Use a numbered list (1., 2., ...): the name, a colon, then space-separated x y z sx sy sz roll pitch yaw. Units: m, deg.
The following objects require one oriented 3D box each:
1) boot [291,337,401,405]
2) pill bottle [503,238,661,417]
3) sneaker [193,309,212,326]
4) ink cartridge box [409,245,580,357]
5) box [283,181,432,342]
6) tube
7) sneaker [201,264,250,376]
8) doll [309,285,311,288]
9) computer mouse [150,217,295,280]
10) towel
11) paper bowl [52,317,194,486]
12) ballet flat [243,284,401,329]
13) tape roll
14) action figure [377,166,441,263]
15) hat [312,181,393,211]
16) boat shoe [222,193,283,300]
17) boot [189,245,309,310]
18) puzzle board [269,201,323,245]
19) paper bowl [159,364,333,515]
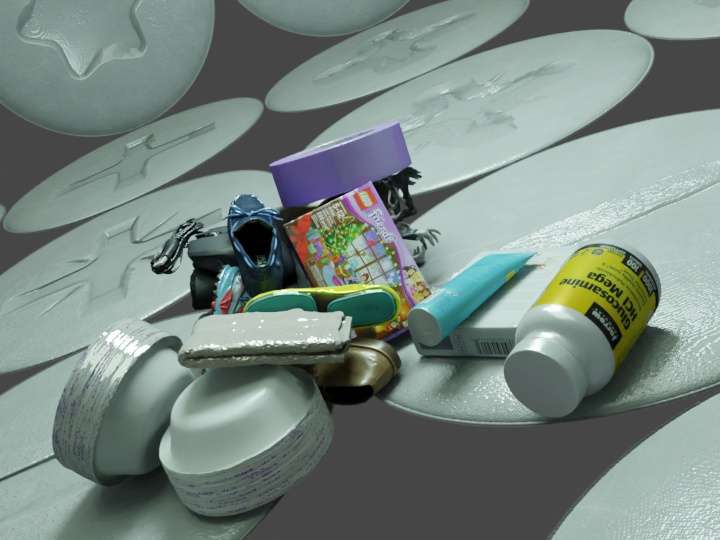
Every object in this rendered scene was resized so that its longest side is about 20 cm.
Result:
1. boot: -0.050 0.125 1.284 0.198 0.074 0.076 -1 37 36
2. pill bottle: 0.236 0.062 1.091 0.112 0.113 0.200 -1 32 41
3. sneaker: -0.170 0.068 1.535 0.090 0.078 0.201 6 37 21
4. ink cartridge box: 0.177 0.037 1.293 0.159 0.048 0.200 -4 27 39
5. box: 0.000 0.000 1.357 0.136 0.202 0.039 -27 -13 -9
6. tube: 0.134 0.021 1.250 0.077 0.051 0.199 6 31 42
7. sneaker: -0.157 0.094 1.350 0.094 0.203 0.079 7 -12 0
8. doll: -0.036 0.024 1.469 0.199 0.048 0.138 -8 61 59
9. computer mouse: -0.187 -0.032 1.438 0.197 0.053 0.139 11 34 11
10. towel: -0.108 0.078 1.191 0.197 0.035 0.133 -3 12 2
11. paper bowl: -0.278 0.168 1.255 0.103 0.202 0.201 21 38 13
12. ballet flat: -0.046 0.050 1.284 0.197 0.068 0.067 -6 10 5
13. tape roll: -0.029 -0.154 1.472 0.198 0.066 0.200 -18 9 3
14. action figure: 0.060 -0.044 1.480 0.101 0.203 0.119 9 -12 -15
15. hat: -0.011 -0.052 1.567 0.199 0.081 0.201 -27 -21 -11
16. boat shoe: -0.134 -0.046 1.362 0.083 0.069 0.201 -14 44 -14
17. boot: -0.156 0.042 1.449 0.166 0.077 0.201 -7 41 -9
18. puzzle board: -0.139 -0.041 1.572 0.149 0.018 0.200 -11 -27 -35
19. paper bowl: -0.139 0.179 1.183 0.198 0.105 0.201 -18 23 8
